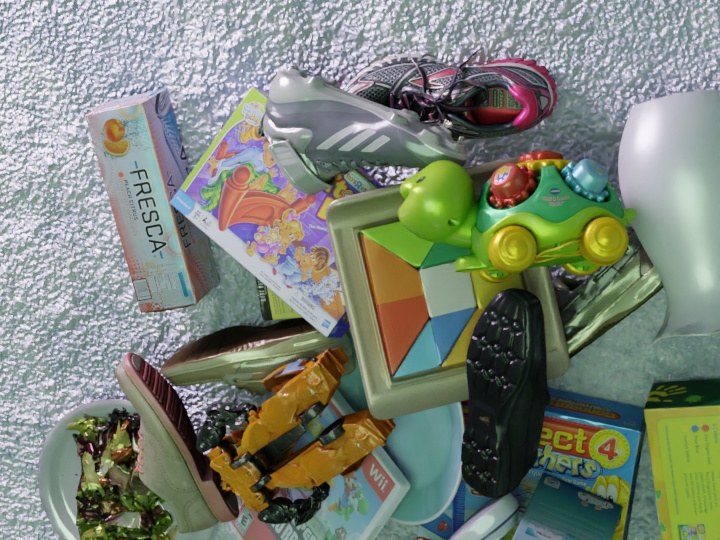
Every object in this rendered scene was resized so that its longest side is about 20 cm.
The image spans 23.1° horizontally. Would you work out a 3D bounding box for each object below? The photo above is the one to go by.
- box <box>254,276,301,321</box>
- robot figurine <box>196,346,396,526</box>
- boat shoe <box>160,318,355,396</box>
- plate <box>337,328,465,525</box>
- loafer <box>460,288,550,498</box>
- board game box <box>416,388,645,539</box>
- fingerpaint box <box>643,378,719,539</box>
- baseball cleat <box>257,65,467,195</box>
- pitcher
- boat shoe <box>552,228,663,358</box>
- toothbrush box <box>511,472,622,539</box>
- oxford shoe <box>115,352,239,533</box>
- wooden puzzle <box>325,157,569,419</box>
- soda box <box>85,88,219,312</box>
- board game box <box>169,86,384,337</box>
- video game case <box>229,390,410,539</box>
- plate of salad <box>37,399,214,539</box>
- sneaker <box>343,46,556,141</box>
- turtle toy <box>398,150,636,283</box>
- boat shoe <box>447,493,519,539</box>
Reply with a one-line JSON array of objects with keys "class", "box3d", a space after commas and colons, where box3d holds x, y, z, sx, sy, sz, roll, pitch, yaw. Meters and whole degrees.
[{"class": "box", "box3d": [0.000, 0.000, 1.647, 0.198, 0.050, 0.076, -6, 105, 19]}, {"class": "robot figurine", "box3d": [-0.064, 0.159, 1.659, 0.200, 0.058, 0.145, -35, 98, 38]}, {"class": "boat shoe", "box3d": [-0.100, 0.091, 1.695, 0.198, 0.072, 0.065, -13, 109, 21]}, {"class": "plate", "box3d": [0.038, 0.137, 1.653, 0.199, 0.025, 0.202, 17, 112, 49]}, {"class": "loafer", "box3d": [0.130, 0.102, 1.522, 0.068, 0.070, 0.202, 27, 125, 35]}, {"class": "board game box", "box3d": [0.158, 0.210, 1.665, 0.198, 0.056, 0.198, 10, 110, 13]}, {"class": "fingerpaint box", "box3d": [0.353, 0.200, 1.594, 0.165, 0.073, 0.202, -5, 106, 19]}, {"class": "baseball cleat", "box3d": [0.000, -0.104, 1.540, 0.199, 0.070, 0.107, 27, 105, 28]}, {"class": "pitcher", "box3d": [0.304, -0.048, 1.509, 0.121, 0.171, 0.202, -13, 85, 48]}, {"class": "boat shoe", "box3d": [0.198, 0.032, 1.592, 0.200, 0.072, 0.066, -39, 83, 24]}, {"class": "toothbrush box", "box3d": [0.157, 0.293, 1.553, 0.085, 0.200, 0.147, 21, 113, 8]}, {"class": "oxford shoe", "box3d": [-0.195, 0.175, 1.717, 0.074, 0.071, 0.201, -26, 106, 9]}, {"class": "wooden puzzle", "box3d": [0.078, 0.017, 1.541, 0.183, 0.037, 0.202, -13, 96, -4]}, {"class": "soda box", "box3d": [-0.196, -0.065, 1.674, 0.063, 0.068, 0.202, -9, 105, 18]}, {"class": "board game box", "box3d": [-0.058, -0.053, 1.609, 0.200, 0.045, 0.135, 39, 99, 16]}, {"class": "video game case", "box3d": [-0.043, 0.229, 1.710, 0.143, 0.017, 0.201, 50, 121, 32]}, {"class": "plate of salad", "box3d": [-0.242, 0.229, 1.795, 0.198, 0.048, 0.202, 5, 109, 16]}, {"class": "sneaker", "box3d": [0.071, -0.152, 1.563, 0.198, 0.075, 0.081, -5, 106, 19]}, {"class": "turtle toy", "box3d": [0.131, -0.046, 1.460, 0.198, 0.146, 0.102, -4, 85, -4]}, {"class": "boat shoe", "box3d": [0.093, 0.285, 1.636, 0.066, 0.072, 0.200, 43, 116, 7]}]
